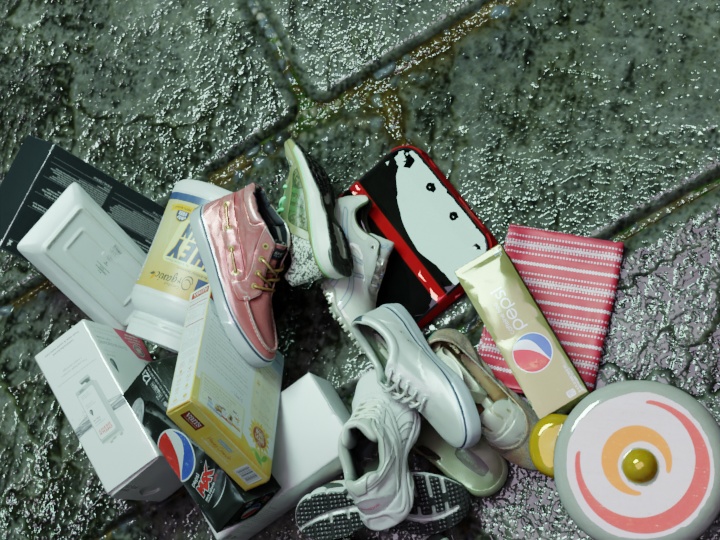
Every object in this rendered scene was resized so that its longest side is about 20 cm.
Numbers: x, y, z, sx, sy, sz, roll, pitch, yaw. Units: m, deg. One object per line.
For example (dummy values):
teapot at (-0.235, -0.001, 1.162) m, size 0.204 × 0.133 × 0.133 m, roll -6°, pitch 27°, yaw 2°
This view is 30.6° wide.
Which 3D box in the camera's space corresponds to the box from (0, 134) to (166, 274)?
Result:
box at (-0.352, -0.058, 1.638) m, size 0.079 × 0.200 × 0.142 m, roll 18°, pitch 80°, yaw 47°

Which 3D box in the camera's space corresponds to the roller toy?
roller toy at (0.297, 0.208, 1.401) m, size 0.182 × 0.140 × 0.200 m, roll -37°, pitch 73°, yaw 4°

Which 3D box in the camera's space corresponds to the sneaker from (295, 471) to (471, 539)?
sneaker at (0.027, 0.261, 1.511) m, size 0.199 × 0.080 × 0.074 m, roll -3°, pitch 97°, yaw 6°

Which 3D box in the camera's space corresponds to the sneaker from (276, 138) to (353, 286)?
sneaker at (-0.076, -0.067, 1.546) m, size 0.088 × 0.077 × 0.201 m, roll -24°, pitch 58°, yaw 13°

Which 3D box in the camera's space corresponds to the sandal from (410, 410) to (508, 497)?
sandal at (0.084, 0.185, 1.523) m, size 0.201 × 0.057 × 0.080 m, roll 31°, pitch 87°, yaw 22°

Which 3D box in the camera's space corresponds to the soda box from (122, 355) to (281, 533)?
soda box at (-0.181, 0.193, 1.495) m, size 0.200 × 0.071 × 0.063 m, roll 52°, pitch 122°, yaw 18°

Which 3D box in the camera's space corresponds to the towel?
towel at (0.218, 0.050, 1.535) m, size 0.144 × 0.022 × 0.201 m, roll 11°, pitch 80°, yaw 19°

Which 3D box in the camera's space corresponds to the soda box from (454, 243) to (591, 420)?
soda box at (0.185, 0.073, 1.491) m, size 0.064 × 0.068 × 0.200 m, roll -32°, pitch 69°, yaw 7°

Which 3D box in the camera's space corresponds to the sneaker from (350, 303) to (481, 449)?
sneaker at (0.057, 0.124, 1.469) m, size 0.071 × 0.073 × 0.200 m, roll -16°, pitch 53°, yaw -33°

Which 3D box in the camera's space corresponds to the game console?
game console at (0.053, -0.037, 1.608) m, size 0.177 × 0.031 × 0.200 m, roll -41°, pitch 68°, yaw 10°

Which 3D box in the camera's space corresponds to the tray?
tray at (-0.320, -0.005, 1.619) m, size 0.022 × 0.200 × 0.108 m, roll 21°, pitch 68°, yaw 47°

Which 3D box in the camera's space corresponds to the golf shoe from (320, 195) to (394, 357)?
golf shoe at (0.000, 0.000, 1.568) m, size 0.097 × 0.078 × 0.201 m, roll -23°, pitch 73°, yaw 10°

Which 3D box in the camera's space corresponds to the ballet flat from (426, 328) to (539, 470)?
ballet flat at (0.138, 0.149, 1.489) m, size 0.068 × 0.067 × 0.200 m, roll -48°, pitch 71°, yaw 14°

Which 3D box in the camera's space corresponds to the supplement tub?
supplement tub at (-0.193, 0.005, 1.608) m, size 0.144 × 0.144 × 0.201 m, roll 18°, pitch 82°, yaw 20°

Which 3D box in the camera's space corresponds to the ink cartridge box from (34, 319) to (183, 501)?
ink cartridge box at (-0.285, 0.171, 1.593) m, size 0.083 × 0.146 × 0.200 m, roll -37°, pitch 70°, yaw 9°

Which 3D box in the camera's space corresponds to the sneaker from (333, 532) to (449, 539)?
sneaker at (0.005, 0.335, 1.501) m, size 0.199 × 0.076 × 0.088 m, roll -28°, pitch 70°, yaw 8°

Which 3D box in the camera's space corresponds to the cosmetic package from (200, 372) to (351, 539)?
cosmetic package at (-0.100, 0.223, 1.556) m, size 0.200 × 0.085 × 0.108 m, roll -34°, pitch 69°, yaw 6°

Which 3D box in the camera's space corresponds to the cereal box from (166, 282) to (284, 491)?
cereal box at (-0.147, 0.126, 1.471) m, size 0.039 × 0.144 × 0.200 m, roll -27°, pitch 32°, yaw 21°

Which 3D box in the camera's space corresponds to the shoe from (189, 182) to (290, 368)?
shoe at (-0.118, 0.004, 1.492) m, size 0.091 × 0.071 × 0.201 m, roll -24°, pitch 82°, yaw 22°

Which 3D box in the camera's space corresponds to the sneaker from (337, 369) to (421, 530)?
sneaker at (0.016, 0.178, 1.450) m, size 0.078 × 0.099 × 0.201 m, roll -20°, pitch 43°, yaw 16°
